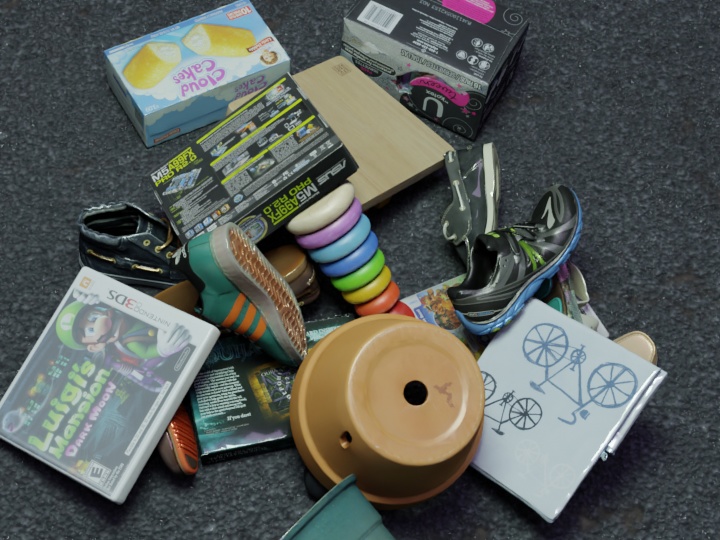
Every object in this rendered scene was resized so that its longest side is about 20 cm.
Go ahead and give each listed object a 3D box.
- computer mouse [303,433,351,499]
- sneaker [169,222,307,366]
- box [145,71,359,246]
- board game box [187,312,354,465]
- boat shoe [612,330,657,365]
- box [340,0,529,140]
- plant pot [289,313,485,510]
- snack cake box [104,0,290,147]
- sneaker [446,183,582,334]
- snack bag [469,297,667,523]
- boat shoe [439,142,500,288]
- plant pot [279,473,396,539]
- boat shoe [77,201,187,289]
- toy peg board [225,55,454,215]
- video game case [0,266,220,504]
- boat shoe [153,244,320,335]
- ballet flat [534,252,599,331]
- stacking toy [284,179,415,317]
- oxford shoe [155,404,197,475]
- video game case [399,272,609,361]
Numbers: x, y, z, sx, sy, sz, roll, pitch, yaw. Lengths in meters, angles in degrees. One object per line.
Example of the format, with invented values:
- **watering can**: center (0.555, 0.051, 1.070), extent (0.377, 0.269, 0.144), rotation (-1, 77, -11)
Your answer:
- **computer mouse**: center (-0.001, 0.147, 1.343), extent (0.059, 0.034, 0.200), rotation (26, 79, -6)
- **sneaker**: center (-0.123, 0.033, 1.333), extent (0.080, 0.200, 0.071), rotation (-17, 41, 18)
- **box**: center (-0.119, -0.106, 1.384), extent (0.200, 0.044, 0.160), rotation (-36, 44, 0)
- **board game box**: center (-0.086, 0.125, 1.388), extent (0.199, 0.028, 0.136), rotation (-10, 59, -12)
- **boat shoe**: center (0.261, 0.130, 1.399), extent (0.074, 0.069, 0.200), rotation (39, 62, 17)
- **box**: center (0.089, -0.276, 1.612), extent (0.200, 0.115, 0.132), rotation (26, 60, 12)
- **plant pot**: center (0.038, 0.130, 1.271), extent (0.200, 0.140, 0.201), rotation (3, 75, -11)
- **snack cake box**: center (-0.200, -0.244, 1.587), extent (0.200, 0.067, 0.115), rotation (-25, 63, -20)
- **sneaker**: center (0.169, -0.022, 1.395), extent (0.200, 0.071, 0.083), rotation (-49, 113, -16)
- **snack bag**: center (0.190, 0.143, 1.341), extent (0.188, 0.021, 0.200), rotation (30, 81, 37)
- **boat shoe**: center (0.126, -0.049, 1.477), extent (0.067, 0.072, 0.200), rotation (-3, 70, 12)
- **plant pot**: center (-0.007, 0.329, 1.183), extent (0.196, 0.200, 0.200), rotation (44, 63, 10)
- **boat shoe**: center (-0.216, -0.026, 1.432), extent (0.200, 0.091, 0.071), rotation (2, 58, -5)
- **toy peg board**: center (-0.033, -0.135, 1.536), extent (0.200, 0.098, 0.199), rotation (42, 47, 18)
- **video game case**: center (-0.266, 0.113, 1.320), extent (0.182, 0.023, 0.200), rotation (22, 75, 26)
- **boat shoe**: center (-0.141, 0.040, 1.408), extent (0.200, 0.070, 0.070), rotation (-18, 45, 4)
- **ballet flat**: center (0.227, 0.039, 1.441), extent (0.071, 0.069, 0.200), rotation (11, 55, -23)
- **stacking toy**: center (0.000, 0.000, 1.402), extent (0.085, 0.200, 0.085), rotation (-27, 25, 13)
- **oxford shoe**: center (-0.233, 0.141, 1.350), extent (0.072, 0.071, 0.200), rotation (-33, 61, -1)
- **video game case**: center (0.163, 0.058, 1.465), extent (0.200, 0.018, 0.143), rotation (-21, 63, -19)
